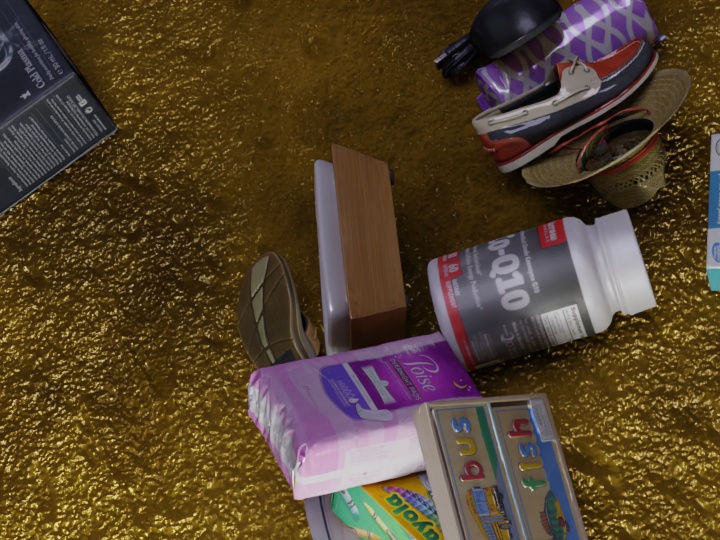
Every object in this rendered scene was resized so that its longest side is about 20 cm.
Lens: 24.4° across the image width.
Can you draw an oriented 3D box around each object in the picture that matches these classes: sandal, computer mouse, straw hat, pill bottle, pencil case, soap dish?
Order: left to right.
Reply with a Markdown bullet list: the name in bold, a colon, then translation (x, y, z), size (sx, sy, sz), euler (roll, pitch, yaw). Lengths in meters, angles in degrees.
- **sandal**: translation (-0.068, 0.079, 1.676), size (0.080, 0.054, 0.202), euler (-34, 68, 31)
- **soap dish**: translation (0.000, 0.000, 1.645), size (0.080, 0.158, 0.202), euler (-5, 58, -3)
- **computer mouse**: translation (0.146, -0.258, 1.722), size (0.138, 0.200, 0.053), euler (-34, 98, -5)
- **pill bottle**: translation (0.173, 0.016, 1.590), size (0.198, 0.114, 0.115), euler (-18, 56, 9)
- **pencil case**: translation (0.215, -0.227, 1.741), size (0.199, 0.084, 0.086), euler (-32, 18, -3)
- **straw hat**: translation (0.261, -0.109, 1.645), size (0.200, 0.085, 0.201), euler (-32, 19, 12)

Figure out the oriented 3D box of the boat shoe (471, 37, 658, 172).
- **boat shoe**: translation (0.206, -0.178, 1.674), size (0.199, 0.063, 0.071), euler (-34, 16, 4)

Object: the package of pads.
- **package of pads**: translation (0.008, 0.130, 1.503), size (0.198, 0.076, 0.121), euler (-9, 43, -25)

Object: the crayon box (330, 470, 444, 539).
- **crayon box**: translation (0.081, 0.232, 1.499), size (0.118, 0.059, 0.200), euler (-22, 48, -36)

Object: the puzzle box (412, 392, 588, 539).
- **puzzle box**: translation (0.127, 0.205, 1.433), size (0.132, 0.025, 0.202), euler (-2, 66, -29)

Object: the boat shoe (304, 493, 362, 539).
- **boat shoe**: translation (0.007, 0.281, 1.525), size (0.069, 0.071, 0.201), euler (-25, 49, 7)

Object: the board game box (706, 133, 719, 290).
- **board game box**: translation (0.432, -0.061, 1.583), size (0.198, 0.047, 0.152), euler (-2, 60, 19)

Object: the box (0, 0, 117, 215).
- **box**: translation (-0.421, -0.195, 1.925), size (0.196, 0.124, 0.200), euler (-37, 56, -2)
